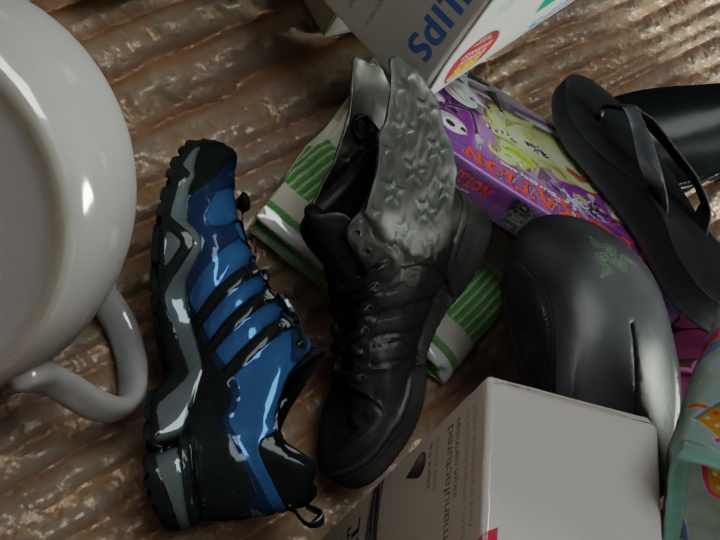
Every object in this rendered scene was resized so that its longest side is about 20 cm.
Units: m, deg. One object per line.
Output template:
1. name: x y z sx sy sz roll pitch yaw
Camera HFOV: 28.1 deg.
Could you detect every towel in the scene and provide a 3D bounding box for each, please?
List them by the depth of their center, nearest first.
1. towel: 0.038 -0.045 0.854 0.152 0.023 0.200 38 50 -4

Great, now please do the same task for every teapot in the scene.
1. teapot: -0.180 -0.043 0.659 0.196 0.202 0.146 16 18 6

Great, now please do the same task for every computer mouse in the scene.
1. computer mouse: 0.132 0.061 0.732 0.138 0.053 0.202 -6 77 -32

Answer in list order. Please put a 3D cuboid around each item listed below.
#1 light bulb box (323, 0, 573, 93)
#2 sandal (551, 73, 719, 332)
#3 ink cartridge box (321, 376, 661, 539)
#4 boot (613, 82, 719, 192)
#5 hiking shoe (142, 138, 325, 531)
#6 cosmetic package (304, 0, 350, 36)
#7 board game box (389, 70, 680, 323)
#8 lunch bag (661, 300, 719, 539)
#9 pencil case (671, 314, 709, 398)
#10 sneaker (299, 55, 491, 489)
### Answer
1. light bulb box: 0.049 -0.236 0.813 0.200 0.125 0.198 48 50 6
2. sandal: 0.177 -0.048 0.839 0.076 0.043 0.201 11 39 -39
3. ink cartridge box: 0.046 0.159 0.624 0.084 0.200 0.146 15 56 -15
4. boot: 0.258 -0.121 0.921 0.199 0.168 0.077 -5 64 -29
5. hiking shoe: -0.061 0.030 0.716 0.086 0.074 0.202 0 70 -3
6. cosmetic package: -0.017 -0.257 0.916 0.103 0.073 0.201 -16 71 -34
7. board game box: 0.102 -0.054 0.838 0.199 0.032 0.120 31 34 -10
8. lunch bag: 0.198 0.122 0.643 0.121 0.201 0.171 8 33 21
9. pencil case: 0.236 0.031 0.866 0.090 0.094 0.200 33 50 8
10. sneaker: 0.002 0.000 0.735 0.104 0.060 0.201 36 73 -34
